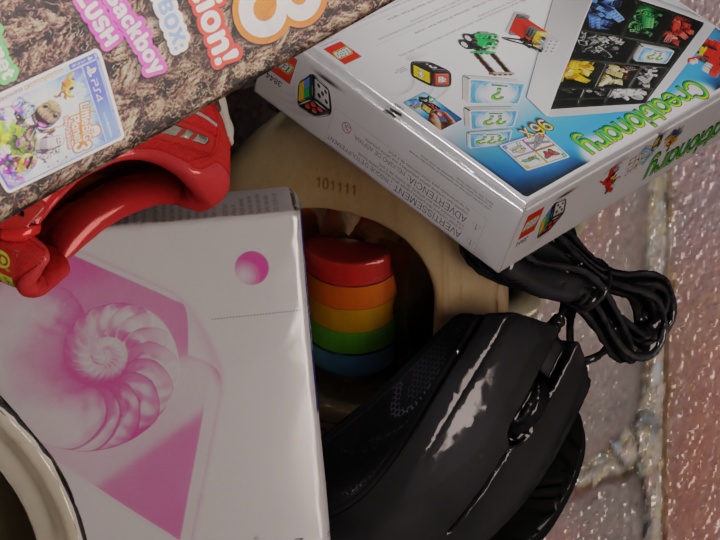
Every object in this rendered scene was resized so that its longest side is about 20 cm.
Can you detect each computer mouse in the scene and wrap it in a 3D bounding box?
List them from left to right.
[{"bbox_3d":[0.041,0.069,0.977,0.200,0.053,0.138,-48,136,13],"label":"computer mouse"}]

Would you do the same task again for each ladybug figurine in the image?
[{"bbox_3d":[0.000,0.000,1.020,0.072,0.135,0.201,-70,169,-46],"label":"ladybug figurine"}]

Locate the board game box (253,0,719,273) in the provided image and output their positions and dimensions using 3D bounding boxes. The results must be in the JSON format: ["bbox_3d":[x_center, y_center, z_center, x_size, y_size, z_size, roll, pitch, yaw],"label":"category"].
[{"bbox_3d":[0.067,-0.078,0.962,0.200,0.126,0.035,-28,149,-47],"label":"board game box"}]

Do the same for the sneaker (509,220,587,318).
[{"bbox_3d":[0.072,-0.057,1.088,0.081,0.088,0.202,9,96,-42],"label":"sneaker"}]

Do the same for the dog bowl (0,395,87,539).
[{"bbox_3d":[-0.195,0.107,0.857,0.198,0.074,0.202,-1,105,-5],"label":"dog bowl"}]

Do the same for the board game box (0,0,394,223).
[{"bbox_3d":[-0.104,-0.105,0.728,0.199,0.159,0.097,-30,120,-14],"label":"board game box"}]

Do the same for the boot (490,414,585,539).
[{"bbox_3d":[0.040,0.165,1.103,0.199,0.073,0.163,-55,157,-23],"label":"boot"}]

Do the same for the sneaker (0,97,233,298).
[{"bbox_3d":[-0.139,-0.026,0.841,0.199,0.085,0.077,-19,157,-8],"label":"sneaker"}]

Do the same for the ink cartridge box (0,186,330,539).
[{"bbox_3d":[-0.113,0.076,0.915,0.198,0.043,0.198,-6,106,-3],"label":"ink cartridge box"}]

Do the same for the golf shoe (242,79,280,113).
[{"bbox_3d":[-0.046,-0.129,0.929,0.097,0.079,0.200,-36,161,17],"label":"golf shoe"}]
